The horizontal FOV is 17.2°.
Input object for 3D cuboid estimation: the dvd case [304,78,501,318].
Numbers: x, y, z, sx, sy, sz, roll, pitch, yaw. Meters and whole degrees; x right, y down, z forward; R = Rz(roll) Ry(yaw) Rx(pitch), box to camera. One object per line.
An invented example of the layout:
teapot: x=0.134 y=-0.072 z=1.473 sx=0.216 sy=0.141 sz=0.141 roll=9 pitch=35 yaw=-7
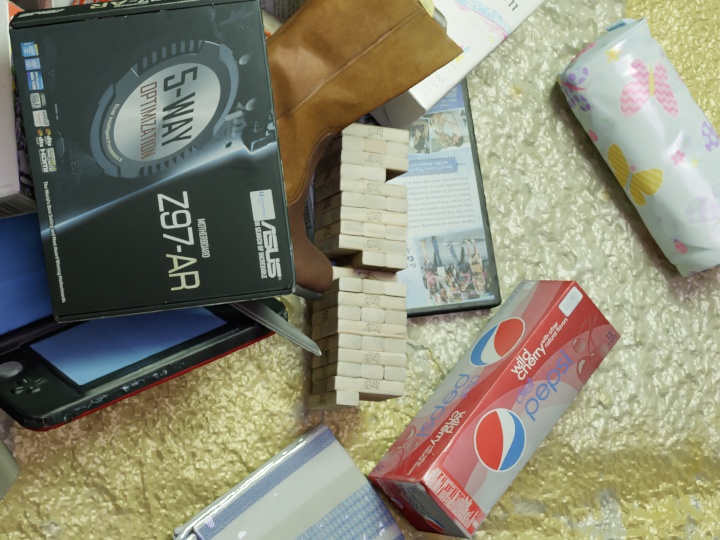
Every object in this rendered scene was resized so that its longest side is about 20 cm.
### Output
dvd case: x=0.024 y=-0.063 z=1.747 sx=0.143 sy=0.018 sz=0.200 roll=-6 pitch=83 yaw=-24

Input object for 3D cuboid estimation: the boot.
boot: x=-0.017 y=-0.096 z=1.603 sx=0.200 sy=0.068 sz=0.188 roll=-39 pitch=115 yaw=2

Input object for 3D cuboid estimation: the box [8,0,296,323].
box: x=-0.131 y=-0.075 z=1.525 sx=0.160 sy=0.044 sz=0.200 roll=-6 pitch=106 yaw=0

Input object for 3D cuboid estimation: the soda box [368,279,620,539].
soda box: x=0.098 y=0.098 z=1.718 sx=0.063 sy=0.070 sz=0.200 roll=50 pitch=66 yaw=-23

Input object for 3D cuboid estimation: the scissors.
scissors: x=-0.112 y=0.004 z=1.592 sx=0.073 sy=0.014 sz=0.200 roll=-27 pitch=61 yaw=-29

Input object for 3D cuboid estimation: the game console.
game console: x=-0.178 y=0.000 z=1.603 sx=0.200 sy=0.172 sz=0.119 roll=-23 pitch=117 yaw=-24

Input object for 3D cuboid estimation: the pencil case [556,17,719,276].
pencil case: x=0.233 y=-0.094 z=1.804 sx=0.091 sy=0.083 sz=0.200 roll=-38 pitch=96 yaw=-27

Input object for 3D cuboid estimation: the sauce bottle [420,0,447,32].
sauce bottle: x=-0.022 y=-0.215 z=1.605 sx=0.200 sy=0.065 sz=0.065 roll=47 pitch=66 yaw=-30

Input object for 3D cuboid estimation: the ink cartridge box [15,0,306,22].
ink cartridge box: x=-0.137 y=-0.221 z=1.636 sx=0.200 sy=0.084 sz=0.144 roll=-17 pitch=126 yaw=-25

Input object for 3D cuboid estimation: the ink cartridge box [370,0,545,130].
ink cartridge box: x=0.061 y=-0.207 z=1.746 sx=0.117 sy=0.067 sz=0.200 roll=47 pitch=63 yaw=-3

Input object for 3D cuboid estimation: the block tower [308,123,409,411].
block tower: x=0.000 y=0.000 z=1.686 sx=0.058 sy=0.054 sz=0.200 roll=6 pitch=79 yaw=-21

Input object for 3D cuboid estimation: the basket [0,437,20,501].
basket: x=-0.326 y=0.092 z=1.517 sx=0.200 sy=0.136 sz=0.180 roll=50 pitch=62 yaw=-12

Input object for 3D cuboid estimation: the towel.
towel: x=-0.026 y=0.225 z=1.677 sx=0.147 sy=0.024 sz=0.200 roll=-38 pitch=98 yaw=-25

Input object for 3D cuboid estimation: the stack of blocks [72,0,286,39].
stack of blocks: x=-0.111 y=-0.130 z=1.614 sx=0.200 sy=0.059 sz=0.115 roll=21 pitch=108 yaw=-42

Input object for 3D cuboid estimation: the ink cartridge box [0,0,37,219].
ink cartridge box: x=-0.269 y=-0.131 z=1.585 sx=0.109 sy=0.050 sz=0.200 roll=-11 pitch=74 yaw=19
